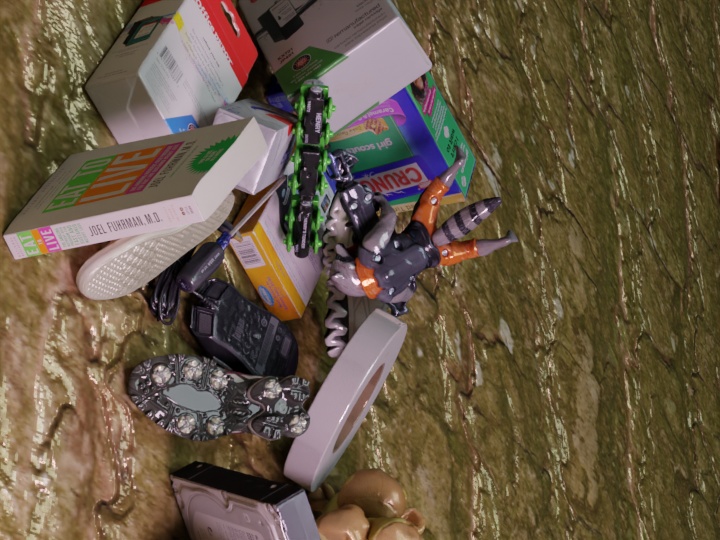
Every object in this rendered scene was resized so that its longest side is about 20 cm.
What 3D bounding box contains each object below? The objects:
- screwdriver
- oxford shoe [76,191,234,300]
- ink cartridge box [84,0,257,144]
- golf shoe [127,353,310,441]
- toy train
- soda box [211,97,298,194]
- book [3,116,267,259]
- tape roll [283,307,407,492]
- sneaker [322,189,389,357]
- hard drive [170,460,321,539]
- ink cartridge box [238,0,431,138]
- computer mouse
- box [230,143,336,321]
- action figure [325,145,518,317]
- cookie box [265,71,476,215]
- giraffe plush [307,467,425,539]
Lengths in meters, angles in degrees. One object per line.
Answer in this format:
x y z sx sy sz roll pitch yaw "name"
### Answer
-0.125 -0.045 1.567 0.029 0.028 0.201 34 47 -2 "screwdriver"
-0.198 -0.035 1.473 0.058 0.076 0.200 38 46 13 "oxford shoe"
-0.180 -0.196 1.553 0.117 0.067 0.201 62 33 -31 "ink cartridge box"
-0.144 0.127 1.515 0.199 0.088 0.078 14 80 -35 "golf shoe"
-0.053 -0.105 1.617 0.057 0.041 0.202 -93 -172 -56 "toy train"
-0.107 -0.126 1.575 0.200 0.063 0.069 -58 169 -80 "soda box"
-0.191 -0.066 1.349 0.048 0.198 0.134 67 30 -23 "book"
-0.015 0.134 1.650 0.204 0.037 0.203 -59 171 -15 "tape roll"
0.000 0.000 1.725 0.075 0.080 0.202 -71 161 -63 "sneaker"
-0.095 0.253 1.433 0.038 0.199 0.141 -26 106 -31 "hard drive"
-0.031 -0.253 1.688 0.083 0.146 0.201 49 9 -43 "ink cartridge box"
-0.135 0.028 1.590 0.199 0.046 0.142 35 55 -38 "computer mouse"
-0.075 -0.054 1.732 0.120 0.041 0.201 62 30 -29 "box"
0.043 -0.047 1.635 0.201 0.193 0.105 57 -3 -22 "action figure"
0.015 -0.160 1.795 0.201 0.170 0.076 57 38 -35 "cookie box"
0.006 0.279 1.636 0.172 0.200 0.163 40 36 -16 "giraffe plush"
